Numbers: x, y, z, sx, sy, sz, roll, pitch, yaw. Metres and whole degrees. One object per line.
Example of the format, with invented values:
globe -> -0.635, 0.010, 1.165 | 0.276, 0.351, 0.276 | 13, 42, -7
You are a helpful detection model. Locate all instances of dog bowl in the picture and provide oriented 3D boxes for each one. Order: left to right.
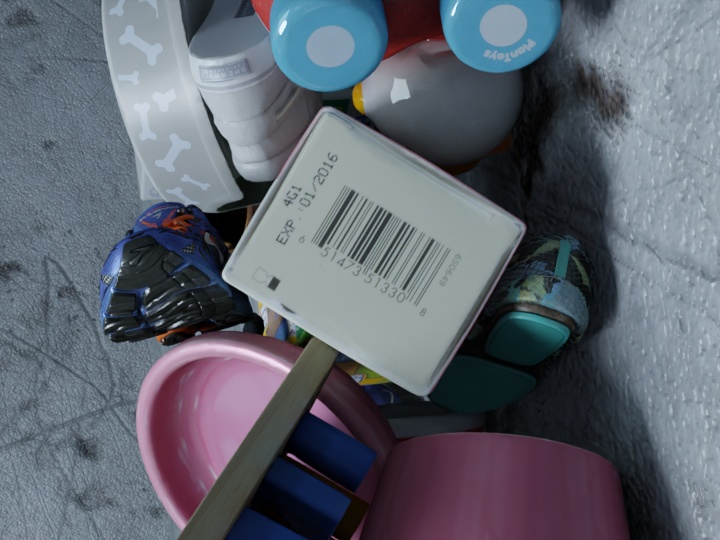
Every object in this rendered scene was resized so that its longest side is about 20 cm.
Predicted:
dog bowl -> -0.114, -0.130, 0.875 | 0.200, 0.059, 0.200 | -13, -90, -81

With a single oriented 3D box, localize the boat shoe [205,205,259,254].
boat shoe -> -0.110, -0.043, 1.037 | 0.072, 0.068, 0.200 | 44, 142, 2

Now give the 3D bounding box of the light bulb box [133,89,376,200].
light bulb box -> -0.102, -0.179, 1.129 | 0.125, 0.200, 0.198 | 106, 155, -55

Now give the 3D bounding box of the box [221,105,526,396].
box -> 0.005, -0.011, 0.760 | 0.109, 0.128, 0.200 | -59, 2, 0

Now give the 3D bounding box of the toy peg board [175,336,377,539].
toy peg board -> -0.053, 0.177, 0.686 | 0.200, 0.098, 0.199 | -57, -4, -48

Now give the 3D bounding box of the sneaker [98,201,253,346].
sneaker -> -0.113, -0.003, 0.749 | 0.200, 0.075, 0.078 | 92, 160, -83

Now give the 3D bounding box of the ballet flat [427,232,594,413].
ballet flat -> 0.090, 0.032, 0.776 | 0.200, 0.074, 0.074 | 129, 134, -65

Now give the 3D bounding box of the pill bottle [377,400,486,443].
pill bottle -> 0.036, 0.195, 0.889 | 0.114, 0.114, 0.200 | 176, 90, -74

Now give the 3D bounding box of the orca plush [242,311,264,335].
orca plush -> -0.072, 0.069, 0.933 | 0.200, 0.105, 0.071 | 135, 149, -76

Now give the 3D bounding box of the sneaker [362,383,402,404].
sneaker -> -0.036, 0.091, 1.094 | 0.115, 0.081, 0.199 | 51, 175, -19

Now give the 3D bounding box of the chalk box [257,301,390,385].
chalk box -> 0.000, 0.000, 0.952 | 0.200, 0.124, 0.124 | 119, 144, -65

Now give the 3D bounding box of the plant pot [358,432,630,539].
plant pot -> 0.067, 0.188, 0.672 | 0.200, 0.200, 0.179 | 123, 156, -65

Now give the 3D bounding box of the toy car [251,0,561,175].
toy car -> 0.029, -0.127, 0.768 | 0.184, 0.177, 0.200 | -96, -1, -49

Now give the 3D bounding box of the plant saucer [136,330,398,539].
plant saucer -> -0.049, 0.121, 0.813 | 0.200, 0.051, 0.201 | 16, 124, 25

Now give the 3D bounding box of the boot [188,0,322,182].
boot -> -0.055, -0.139, 0.840 | 0.200, 0.074, 0.096 | -68, -30, -50
